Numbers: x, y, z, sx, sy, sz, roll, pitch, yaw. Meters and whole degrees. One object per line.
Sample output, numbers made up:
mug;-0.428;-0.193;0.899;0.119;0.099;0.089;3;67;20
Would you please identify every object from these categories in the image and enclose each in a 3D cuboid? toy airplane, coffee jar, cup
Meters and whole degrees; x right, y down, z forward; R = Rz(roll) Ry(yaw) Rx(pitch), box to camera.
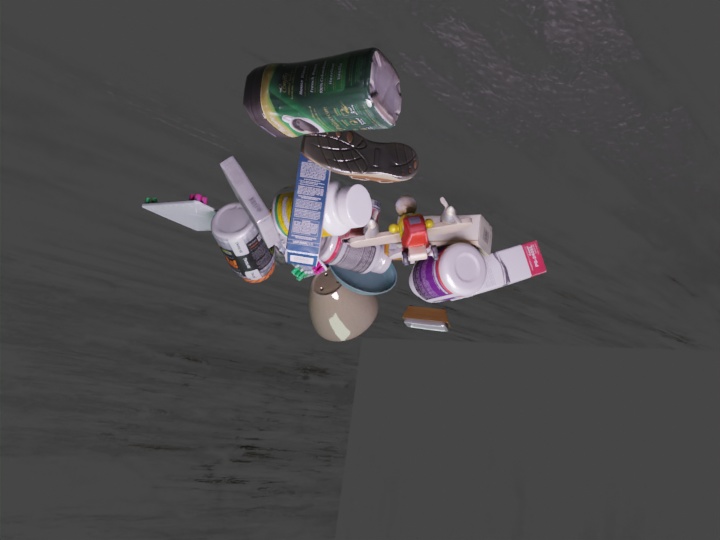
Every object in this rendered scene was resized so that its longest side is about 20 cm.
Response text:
toy airplane;0.105;-0.084;1.240;0.198;0.143;0.199;-10;-179;45
coffee jar;-0.053;-0.230;0.793;0.198;0.086;0.104;1;169;26
cup;-0.065;0.072;1.650;0.198;0.202;0.144;2;143;26

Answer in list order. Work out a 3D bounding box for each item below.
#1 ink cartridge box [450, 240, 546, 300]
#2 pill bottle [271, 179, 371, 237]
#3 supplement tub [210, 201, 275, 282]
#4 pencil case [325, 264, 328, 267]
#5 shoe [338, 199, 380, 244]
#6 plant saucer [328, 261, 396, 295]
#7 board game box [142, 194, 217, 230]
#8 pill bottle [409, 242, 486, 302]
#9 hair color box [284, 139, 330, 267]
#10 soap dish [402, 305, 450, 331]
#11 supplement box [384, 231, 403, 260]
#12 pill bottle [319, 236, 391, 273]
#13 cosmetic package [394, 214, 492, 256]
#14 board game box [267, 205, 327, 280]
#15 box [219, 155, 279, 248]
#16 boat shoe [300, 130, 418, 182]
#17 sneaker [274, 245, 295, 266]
ink cartridge box;0.318;0.002;1.444;0.198;0.084;0.145;-15;175;-17
pill bottle;-0.079;-0.126;1.230;0.198;0.114;0.112;-2;165;37
supplement tub;-0.285;-0.065;1.493;0.121;0.124;0.201;5;145;15
pencil case;-0.103;-0.047;1.678;0.092;0.086;0.199;-2;165;38
shoe;-0.048;-0.107;1.346;0.198;0.092;0.071;1;166;32
plant saucer;0.000;0.000;1.598;0.198;0.201;0.036;12;130;-18
board game box;-0.419;-0.147;1.540;0.198;0.026;0.200;1;166;31
pill bottle;0.185;0.010;1.332;0.111;0.114;0.200;13;167;-20
hair color box;-0.091;-0.117;1.066;0.060;0.202;0.100;9;168;-6
soap dish;0.290;0.208;2.595;0.198;0.082;0.157;5;168;15
supplement box;0.160;-0.061;1.480;0.198;0.070;0.066;3;166;30
pill bottle;-0.019;-0.055;1.519;0.198;0.112;0.110;17;165;-34
cosmetic package;0.190;-0.079;1.365;0.198;0.074;0.103;0;166;29
board game box;-0.184;-0.061;1.515;0.200;0.026;0.200;51;159;-10
box;-0.226;-0.137;1.246;0.036;0.145;0.200;-32;171;-9
boat shoe;-0.004;-0.184;1.007;0.198;0.077;0.074;12;171;-14
sneaker;-0.199;-0.042;1.798;0.198;0.077;0.114;21;165;-35
